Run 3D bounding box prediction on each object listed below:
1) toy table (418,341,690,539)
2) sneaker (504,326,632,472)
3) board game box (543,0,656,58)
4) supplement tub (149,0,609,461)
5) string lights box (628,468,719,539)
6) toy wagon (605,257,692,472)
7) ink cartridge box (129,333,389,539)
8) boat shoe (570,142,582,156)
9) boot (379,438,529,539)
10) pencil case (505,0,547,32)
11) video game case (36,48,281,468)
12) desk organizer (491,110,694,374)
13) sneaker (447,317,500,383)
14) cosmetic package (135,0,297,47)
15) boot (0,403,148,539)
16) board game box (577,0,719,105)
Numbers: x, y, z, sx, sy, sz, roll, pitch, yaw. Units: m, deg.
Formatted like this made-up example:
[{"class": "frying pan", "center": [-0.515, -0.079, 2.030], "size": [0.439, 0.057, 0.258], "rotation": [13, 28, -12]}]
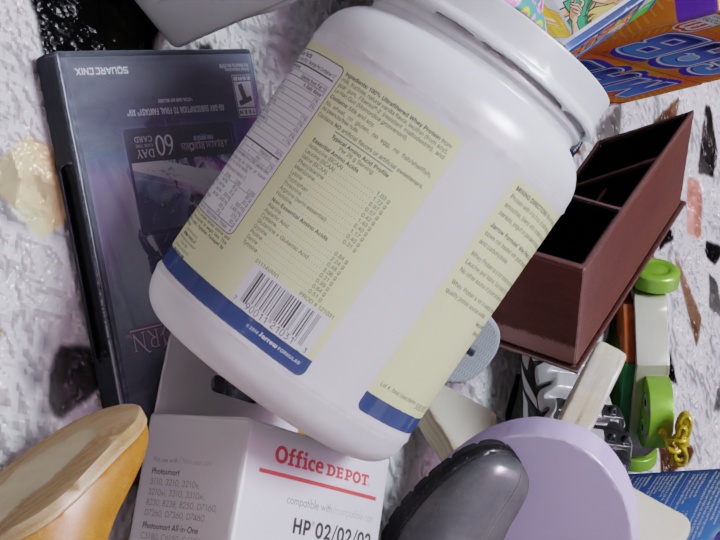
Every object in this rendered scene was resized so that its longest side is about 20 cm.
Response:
[{"class": "toy table", "center": [0.097, 0.143, 0.825], "size": [0.183, 0.200, 0.117], "rotation": [37, 35, 1]}, {"class": "sneaker", "center": [0.130, 0.071, 0.959], "size": [0.066, 0.091, 0.202], "rotation": [10, 51, -17]}, {"class": "board game box", "center": [0.069, -0.207, 0.841], "size": [0.135, 0.034, 0.201], "rotation": [-35, 82, -16]}, {"class": "supplement tub", "center": [0.010, -0.030, 0.660], "size": [0.145, 0.145, 0.201], "rotation": [34, 92, -44]}, {"class": "string lights box", "center": [0.202, 0.181, 0.914], "size": [0.103, 0.199, 0.059], "rotation": [-46, 118, -46]}, {"class": "toy wagon", "center": [0.191, 0.061, 0.974], "size": [0.201, 0.039, 0.157], "rotation": [-87, 178, -62]}, {"class": "ink cartridge box", "center": [-0.050, 0.138, 0.685], "size": [0.115, 0.067, 0.202], "rotation": [24, 69, -51]}, {"class": "boat shoe", "center": [0.103, -0.063, 0.959], "size": [0.199, 0.074, 0.094], "rotation": [-25, 120, -53]}, {"class": "boot", "center": [0.050, 0.196, 0.699], "size": [0.069, 0.132, 0.201], "rotation": [21, 104, -39]}, {"class": "pencil case", "center": [0.066, -0.207, 0.777], "size": [0.087, 0.087, 0.202], "rotation": [24, 64, -48]}, {"class": "video game case", "center": [-0.089, -0.013, 0.726], "size": [0.142, 0.019, 0.202], "rotation": [-12, 92, -53]}, {"class": "desk organizer", "center": [0.146, -0.032, 0.902], "size": [0.200, 0.071, 0.078], "rotation": [-48, 147, -43]}, {"class": "sneaker", "center": [0.000, 0.000, 0.800], "size": [0.073, 0.071, 0.200], "rotation": [-49, 131, -3]}, {"class": "cosmetic package", "center": [-0.064, -0.251, 0.680], "size": [0.200, 0.166, 0.167], "rotation": [51, 46, -29]}, {"class": "boot", "center": [-0.127, 0.170, 0.592], "size": [0.201, 0.070, 0.145], "rotation": [-49, 117, -33]}, {"class": "board game box", "center": [0.189, -0.240, 0.988], "size": [0.199, 0.198, 0.202], "rotation": [1, 81, -53]}]
